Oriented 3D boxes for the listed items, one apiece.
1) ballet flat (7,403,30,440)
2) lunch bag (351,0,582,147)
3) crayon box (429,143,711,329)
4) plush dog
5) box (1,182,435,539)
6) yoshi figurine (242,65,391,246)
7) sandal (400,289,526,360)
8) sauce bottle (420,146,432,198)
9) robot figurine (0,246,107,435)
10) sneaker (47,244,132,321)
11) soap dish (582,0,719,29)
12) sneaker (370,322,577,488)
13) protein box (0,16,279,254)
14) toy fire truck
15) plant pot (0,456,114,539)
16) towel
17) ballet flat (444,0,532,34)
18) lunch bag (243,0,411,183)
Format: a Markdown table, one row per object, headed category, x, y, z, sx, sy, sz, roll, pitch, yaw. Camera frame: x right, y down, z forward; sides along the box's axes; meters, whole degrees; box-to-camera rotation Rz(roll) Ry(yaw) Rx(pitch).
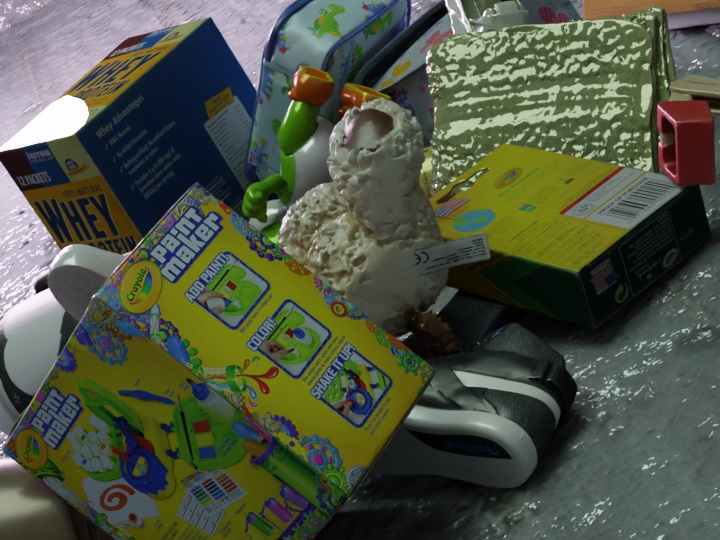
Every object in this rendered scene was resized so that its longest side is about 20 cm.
| category | x | y | z | sx | sy | sz | roll | pitch | yaw |
| --- | --- | --- | --- | --- | --- | --- | --- | --- | --- |
| ballet flat | -0.213 | 0.099 | 1.637 | 0.200 | 0.067 | 0.064 | -48 | -4 | 40 |
| lunch bag | 0.081 | -0.164 | 1.858 | 0.170 | 0.127 | 0.200 | -44 | 11 | -30 |
| crayon box | 0.134 | -0.029 | 1.513 | 0.127 | 0.051 | 0.200 | -35 | 31 | -27 |
| plush dog | -0.001 | -0.015 | 1.484 | 0.200 | 0.160 | 0.172 | -50 | 17 | 7 |
| box | -0.093 | 0.089 | 1.332 | 0.122 | 0.192 | 0.200 | -52 | 1 | -41 |
| yoshi figurine | -0.043 | -0.062 | 1.770 | 0.112 | 0.200 | 0.112 | 26 | 13 | 23 |
| sandal | 0.071 | 0.058 | 1.497 | 0.076 | 0.043 | 0.200 | 3 | 33 | 44 |
| sauce bottle | 0.061 | -0.069 | 1.704 | 0.199 | 0.065 | 0.065 | -13 | 25 | 14 |
| robot figurine | -0.234 | 0.069 | 1.766 | 0.200 | 0.125 | 0.150 | -25 | 17 | 30 |
| sneaker | -0.158 | 0.000 | 1.673 | 0.074 | 0.200 | 0.116 | -22 | 50 | 40 |
| soap dish | 0.302 | -0.284 | 1.869 | 0.157 | 0.081 | 0.200 | -43 | 24 | -27 |
| sneaker | 0.052 | 0.079 | 1.397 | 0.200 | 0.073 | 0.112 | 12 | 43 | 34 |
| protein box | -0.185 | -0.091 | 1.957 | 0.135 | 0.200 | 0.199 | -7 | 32 | 49 |
| toy fire truck | 0.275 | -0.125 | 1.523 | 0.141 | 0.049 | 0.200 | -6 | 24 | 2 |
| plant pot | -0.257 | 0.202 | 1.428 | 0.174 | 0.201 | 0.200 | -20 | 22 | 7 |
| towel | 0.147 | -0.122 | 1.634 | 0.199 | 0.036 | 0.149 | -6 | 72 | 19 |
| ballet flat | 0.106 | -0.211 | 1.724 | 0.069 | 0.069 | 0.200 | -28 | 55 | 11 |
| lunch bag | -0.026 | -0.164 | 1.904 | 0.082 | 0.200 | 0.161 | 30 | 46 | 21 |
